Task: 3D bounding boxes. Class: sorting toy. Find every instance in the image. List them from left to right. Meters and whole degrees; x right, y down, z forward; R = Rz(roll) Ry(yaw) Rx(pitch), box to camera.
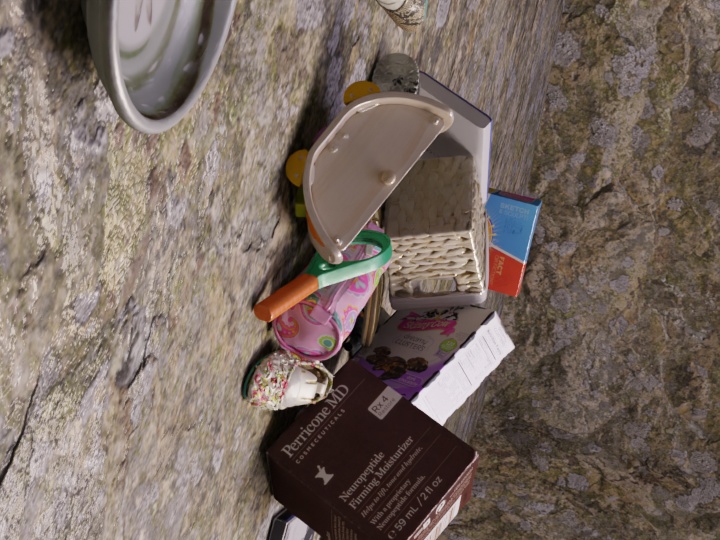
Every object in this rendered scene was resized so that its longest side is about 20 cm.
[{"bbox_3d":[-0.011,-0.100,1.391,0.200,0.107,0.180,-51,177,-14],"label":"sorting toy"}]

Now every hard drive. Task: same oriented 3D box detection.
[{"bbox_3d":[0.129,-0.185,1.837,0.025,0.132,0.200,-45,158,-19],"label":"hard drive"}]

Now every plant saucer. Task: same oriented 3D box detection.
[{"bbox_3d":[-0.131,-0.188,0.815,0.200,0.050,0.201,15,90,-79],"label":"plant saucer"}]

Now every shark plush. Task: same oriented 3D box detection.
[{"bbox_3d":[0.012,0.095,1.825,0.083,0.091,0.200,-41,166,-9],"label":"shark plush"}]

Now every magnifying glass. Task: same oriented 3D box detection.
[{"bbox_3d":[-0.040,0.004,1.390,0.200,0.079,0.022,-32,127,-44],"label":"magnifying glass"}]

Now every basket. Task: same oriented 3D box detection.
[{"bbox_3d":[0.102,-0.056,1.768,0.200,0.135,0.124,-82,164,-52],"label":"basket"}]

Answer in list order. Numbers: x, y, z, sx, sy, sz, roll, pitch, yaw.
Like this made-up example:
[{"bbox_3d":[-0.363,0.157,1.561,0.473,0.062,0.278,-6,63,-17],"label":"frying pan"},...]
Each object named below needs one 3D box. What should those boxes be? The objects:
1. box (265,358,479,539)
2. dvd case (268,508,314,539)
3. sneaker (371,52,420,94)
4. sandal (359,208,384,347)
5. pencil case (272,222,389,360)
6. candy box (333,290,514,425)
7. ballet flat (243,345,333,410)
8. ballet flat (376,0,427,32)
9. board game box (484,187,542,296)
[{"bbox_3d":[0.014,0.253,1.575,0.166,0.200,0.164,-47,161,-22],"label":"box"},{"bbox_3d":[-0.099,0.391,1.775,0.200,0.025,0.151,-9,114,-77],"label":"dvd case"},{"bbox_3d":[0.031,-0.155,1.567,0.100,0.069,0.200,77,31,-71],"label":"sneaker"},{"bbox_3d":[0.000,0.000,1.685,0.080,0.054,0.200,-55,143,-73],"label":"sandal"},{"bbox_3d":[-0.029,0.019,1.463,0.200,0.087,0.088,-56,158,-54],"label":"pencil case"},{"bbox_3d":[0.079,0.127,1.732,0.200,0.168,0.072,-45,122,-22],"label":"candy box"},{"bbox_3d":[-0.073,0.124,1.456,0.200,0.064,0.076,-4,110,-77],"label":"ballet flat"},{"bbox_3d":[0.033,-0.344,1.379,0.075,0.068,0.200,-32,135,-41],"label":"ballet flat"},{"bbox_3d":[0.166,-0.059,2.001,0.040,0.200,0.153,-44,147,-68],"label":"board game box"}]
